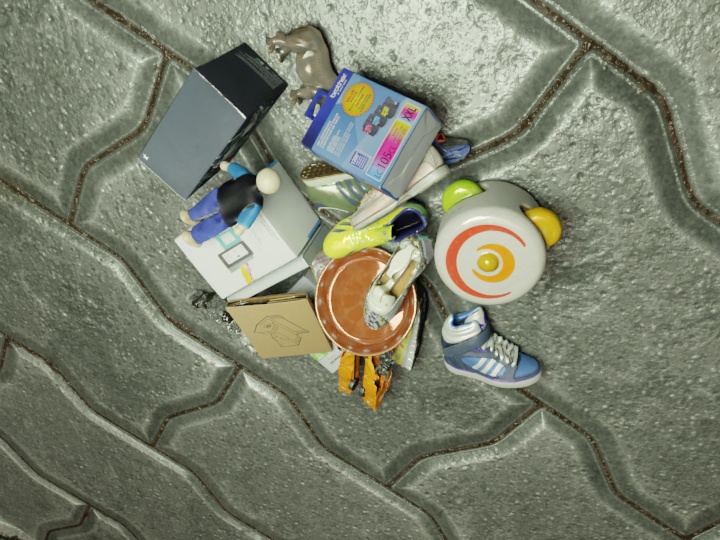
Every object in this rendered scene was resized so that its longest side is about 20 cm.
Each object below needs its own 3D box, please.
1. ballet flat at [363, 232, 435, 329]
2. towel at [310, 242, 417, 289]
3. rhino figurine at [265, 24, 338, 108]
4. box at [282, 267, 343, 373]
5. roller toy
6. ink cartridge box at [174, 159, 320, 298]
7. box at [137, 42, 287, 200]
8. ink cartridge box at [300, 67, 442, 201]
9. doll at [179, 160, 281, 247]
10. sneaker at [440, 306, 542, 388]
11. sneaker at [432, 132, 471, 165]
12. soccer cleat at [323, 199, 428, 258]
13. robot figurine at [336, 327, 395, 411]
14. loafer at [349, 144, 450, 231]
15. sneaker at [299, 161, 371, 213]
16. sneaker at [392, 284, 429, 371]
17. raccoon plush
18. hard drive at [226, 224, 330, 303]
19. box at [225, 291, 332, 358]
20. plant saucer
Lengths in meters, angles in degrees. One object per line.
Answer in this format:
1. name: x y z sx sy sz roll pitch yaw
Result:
1. ballet flat: 0.053 0.019 0.976 0.071 0.072 0.202 31 108 -5
2. towel: 0.000 0.000 1.085 0.197 0.023 0.146 -16 98 22
3. rhino figurine: -0.072 -0.300 0.922 0.086 0.060 0.202 -19 118 13
4. box: -0.084 0.110 1.195 0.200 0.041 0.156 41 124 -12
5. roller toy: 0.220 -0.042 0.946 0.197 0.140 0.185 13 125 8
6. ink cartridge box: -0.208 -0.075 1.051 0.198 0.147 0.147 -26 110 29
7. box: -0.241 -0.247 0.933 0.104 0.183 0.200 41 124 -11
8. ink cartridge box: 0.003 -0.214 0.862 0.199 0.076 0.138 33 95 29
9. doll: -0.210 -0.113 0.910 0.198 0.048 0.139 -23 69 28
10. sneaker: 0.253 0.141 1.086 0.197 0.081 0.148 7 127 19
11. sneaker: 0.085 -0.223 0.917 0.197 0.076 0.079 14 121 6
12. soccer cleat: 0.025 -0.070 0.991 0.197 0.084 0.065 -21 116 4
13. robot figurine: 0.008 0.185 1.143 0.144 0.058 0.202 24 129 24
14. loafer: 0.054 -0.134 0.914 0.199 0.072 0.063 -30 90 34
15. sneaker: -0.004 -0.146 1.002 0.197 0.068 0.091 -1 134 14
16. sneaker: 0.081 0.112 1.126 0.089 0.078 0.203 17 123 14
17. raccoon plush: -0.280 0.102 1.241 0.198 0.097 0.135 17 140 43
18. hard drive: -0.157 -0.011 1.085 0.198 0.132 0.027 -25 112 29
19. box: -0.156 0.114 1.123 0.161 0.022 0.201 -7 143 10
20. plant saucer: 0.011 0.056 1.051 0.197 0.032 0.204 1 94 17
